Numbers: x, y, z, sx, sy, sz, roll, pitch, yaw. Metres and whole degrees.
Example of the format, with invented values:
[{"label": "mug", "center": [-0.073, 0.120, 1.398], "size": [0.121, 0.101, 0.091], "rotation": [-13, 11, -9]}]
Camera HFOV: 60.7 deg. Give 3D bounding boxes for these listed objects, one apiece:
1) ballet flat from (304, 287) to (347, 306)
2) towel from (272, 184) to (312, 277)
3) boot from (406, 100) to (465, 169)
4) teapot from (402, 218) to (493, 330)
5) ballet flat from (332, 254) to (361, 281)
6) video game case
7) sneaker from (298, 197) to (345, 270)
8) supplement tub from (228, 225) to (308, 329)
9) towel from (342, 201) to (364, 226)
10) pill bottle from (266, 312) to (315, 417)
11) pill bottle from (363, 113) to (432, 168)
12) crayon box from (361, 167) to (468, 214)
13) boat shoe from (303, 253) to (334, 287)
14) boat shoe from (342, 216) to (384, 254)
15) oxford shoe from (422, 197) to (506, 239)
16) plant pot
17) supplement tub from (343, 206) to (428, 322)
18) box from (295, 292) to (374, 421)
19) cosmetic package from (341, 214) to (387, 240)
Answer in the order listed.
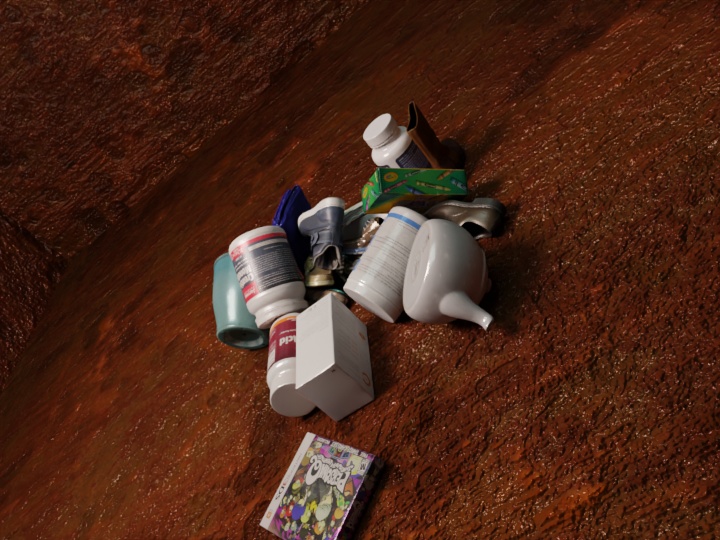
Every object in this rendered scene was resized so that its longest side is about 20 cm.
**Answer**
[{"label": "ballet flat", "center": [-0.109, 0.074, 1.437], "size": [0.198, 0.068, 0.068], "rotation": [3, 65, 53]}, {"label": "towel", "center": [-0.153, -0.093, 1.549], "size": [0.049, 0.201, 0.149], "rotation": [0, 49, 27]}, {"label": "boot", "center": [0.161, -0.301, 1.411], "size": [0.068, 0.200, 0.190], "rotation": [-22, 37, 32]}, {"label": "teapot", "center": [0.166, 0.008, 1.108], "size": [0.197, 0.143, 0.204], "rotation": [134, 147, -75]}, {"label": "ballet flat", "center": [0.000, 0.000, 1.402], "size": [0.199, 0.072, 0.073], "rotation": [7, 58, 54]}, {"label": "video game case", "center": [-0.068, 0.383, 1.048], "size": [0.198, 0.036, 0.183], "rotation": [0, 55, 50]}, {"label": "sneaker", "center": [-0.095, -0.066, 1.415], "size": [0.202, 0.075, 0.149], "rotation": [149, 123, -62]}, {"label": "supplement tub", "center": [-0.206, 0.015, 1.394], "size": [0.139, 0.140, 0.203], "rotation": [-27, 77, 27]}, {"label": "towel", "center": [0.014, -0.158, 1.510], "size": [0.147, 0.031, 0.200], "rotation": [-28, 7, 5]}, {"label": "pill bottle", "center": [-0.137, 0.194, 1.278], "size": [0.113, 0.114, 0.202], "rotation": [-34, 33, 18]}, {"label": "pill bottle", "center": [0.096, -0.266, 1.450], "size": [0.110, 0.200, 0.112], "rotation": [-30, 34, 22]}, {"label": "crayon box", "center": [0.112, -0.165, 1.291], "size": [0.119, 0.196, 0.060], "rotation": [139, 128, -68]}, {"label": "boat shoe", "center": [-0.104, -0.002, 1.451], "size": [0.072, 0.068, 0.200], "rotation": [-3, 8, -12]}, {"label": "boat shoe", "center": [0.042, -0.083, 1.377], "size": [0.196, 0.074, 0.072], "rotation": [-9, 9, 18]}, {"label": "oxford shoe", "center": [0.195, -0.095, 1.255], "size": [0.198, 0.073, 0.085], "rotation": [-4, 52, 49]}, {"label": "plant pot", "center": [-0.276, 0.084, 1.521], "size": [0.198, 0.199, 0.191], "rotation": [-22, 53, 34]}, {"label": "supplement tub", "center": [0.068, -0.014, 1.243], "size": [0.202, 0.132, 0.131], "rotation": [-57, 32, -11]}, {"label": "box", "center": [-0.052, 0.166, 1.199], "size": [0.097, 0.124, 0.202], "rotation": [-34, 32, 18]}, {"label": "cosmetic package", "center": [0.011, -0.100, 1.470], "size": [0.198, 0.051, 0.082], "rotation": [-26, -2, 29]}]
